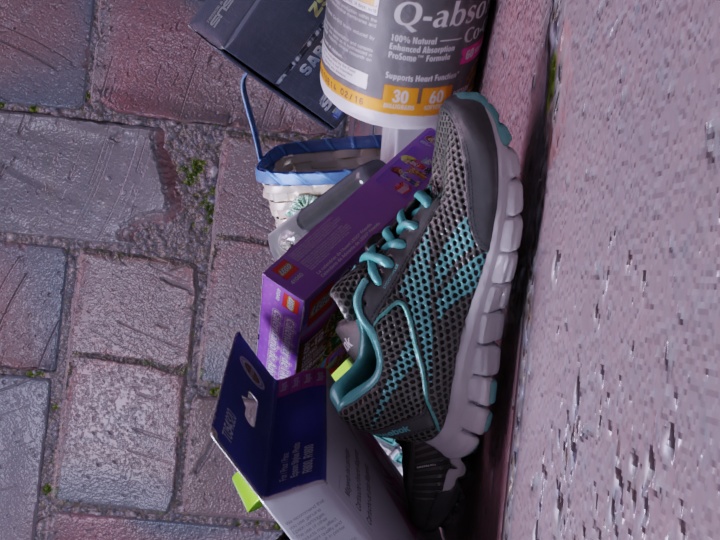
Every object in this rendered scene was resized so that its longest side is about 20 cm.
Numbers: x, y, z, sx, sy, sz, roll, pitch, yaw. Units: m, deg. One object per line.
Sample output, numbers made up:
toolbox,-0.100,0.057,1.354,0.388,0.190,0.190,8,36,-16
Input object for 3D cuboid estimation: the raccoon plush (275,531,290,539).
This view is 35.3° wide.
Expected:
raccoon plush,-0.043,0.184,1.045,0.134,0.097,0.200,66,-146,-24

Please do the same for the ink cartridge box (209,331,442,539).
ink cartridge box,-0.009,0.131,0.683,0.200,0.043,0.196,56,-175,-12

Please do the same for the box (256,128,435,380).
box,0.000,0.000,0.835,0.200,0.039,0.137,-44,-23,-35

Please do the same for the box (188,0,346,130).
box,-0.016,-0.223,0.866,0.200,0.051,0.158,-53,-35,5

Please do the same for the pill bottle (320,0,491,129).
pill bottle,0.036,-0.209,0.789,0.116,0.116,0.200,-89,6,-51

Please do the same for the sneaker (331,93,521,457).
sneaker,0.031,0.003,0.608,0.078,0.091,0.200,-140,56,-76

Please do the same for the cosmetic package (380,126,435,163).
cosmetic package,0.050,-0.152,0.997,0.151,0.052,0.200,115,161,-72

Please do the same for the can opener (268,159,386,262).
can opener,-0.018,-0.043,0.984,0.200,0.067,0.053,-32,85,53

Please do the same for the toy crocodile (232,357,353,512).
toy crocodile,-0.051,0.137,0.974,0.068,0.062,0.200,47,116,30

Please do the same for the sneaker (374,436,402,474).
sneaker,0.006,0.130,0.893,0.200,0.078,0.091,-46,24,46

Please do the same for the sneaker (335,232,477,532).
sneaker,0.027,0.061,0.711,0.066,0.090,0.200,104,171,-70

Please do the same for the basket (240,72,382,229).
basket,-0.021,-0.121,1.160,0.139,0.176,0.200,-67,-30,-72
